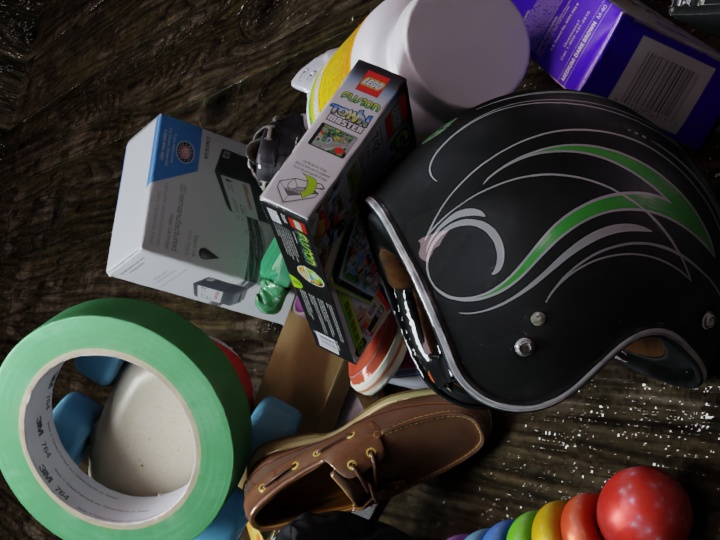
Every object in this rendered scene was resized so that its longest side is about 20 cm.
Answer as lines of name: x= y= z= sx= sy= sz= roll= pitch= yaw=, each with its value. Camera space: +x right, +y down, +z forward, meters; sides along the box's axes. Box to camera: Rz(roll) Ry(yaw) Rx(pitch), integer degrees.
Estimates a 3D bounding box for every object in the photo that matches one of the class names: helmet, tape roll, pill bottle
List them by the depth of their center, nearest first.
helmet: x=0.115 y=-0.007 z=0.683 sx=0.200 sy=0.191 sz=0.200 roll=157 pitch=90 yaw=-84
pill bottle: x=0.038 y=-0.127 z=0.798 sx=0.200 sy=0.111 sz=0.111 roll=160 pitch=123 yaw=-73
tape roll: x=-0.185 y=0.122 z=0.905 sx=0.201 sy=0.200 sz=0.048 roll=-62 pitch=-4 yaw=20

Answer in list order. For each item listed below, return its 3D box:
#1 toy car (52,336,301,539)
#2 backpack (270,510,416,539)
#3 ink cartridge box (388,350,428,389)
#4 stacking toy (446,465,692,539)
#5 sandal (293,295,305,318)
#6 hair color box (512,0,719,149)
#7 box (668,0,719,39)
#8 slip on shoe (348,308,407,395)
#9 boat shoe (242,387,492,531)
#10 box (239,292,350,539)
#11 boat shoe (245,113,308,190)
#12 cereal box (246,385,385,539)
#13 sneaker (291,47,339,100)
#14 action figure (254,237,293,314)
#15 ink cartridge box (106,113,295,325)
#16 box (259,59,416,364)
toy car: x=-0.145 y=0.116 z=1.035 sx=0.177 sy=0.184 sz=0.200 roll=-62 pitch=-3 yaw=20
backpack: x=-0.029 y=0.269 z=0.871 sx=0.200 sy=0.167 sz=0.127 roll=-54 pitch=18 yaw=38
ink cartridge box: x=0.085 y=-0.012 z=0.876 sx=0.136 sy=0.076 sz=0.200 roll=-15 pitch=61 yaw=58
stacking toy: x=0.117 y=0.176 z=0.718 sx=0.200 sy=0.085 sz=0.085 roll=-41 pitch=42 yaw=40
sandal: x=0.005 y=-0.042 z=1.007 sx=0.203 sy=0.050 sz=0.082 roll=-44 pitch=21 yaw=13
hair color box: x=0.155 y=-0.164 z=0.793 sx=0.065 sy=0.109 sz=0.200 roll=-62 pitch=31 yaw=19
box: x=0.277 y=-0.218 z=0.626 sx=0.164 sy=0.086 sz=0.200 roll=19 pitch=93 yaw=62
slip on shoe: x=0.000 y=0.000 z=0.881 sx=0.074 sy=0.061 sz=0.200 roll=-39 pitch=43 yaw=48
boat shoe: x=0.004 y=0.147 z=0.865 sx=0.200 sy=0.072 sz=0.068 roll=-21 pitch=23 yaw=16
box: x=-0.059 y=0.123 z=1.038 sx=0.200 sy=0.021 sz=0.163 roll=-68 pitch=23 yaw=6
boat shoe: x=-0.073 y=-0.104 z=1.058 sx=0.200 sy=0.060 sz=0.074 roll=-123 pitch=39 yaw=-73
cereal box: x=-0.035 y=0.184 z=1.019 sx=0.200 sy=0.039 sz=0.144 roll=-64 pitch=27 yaw=19
sneaker: x=-0.004 y=-0.140 z=1.032 sx=0.115 sy=0.075 sz=0.200 roll=-14 pitch=39 yaw=30
action figure: x=-0.039 y=-0.046 z=1.089 sx=0.200 sy=0.055 sz=0.118 roll=-56 pitch=26 yaw=-6
ink cartridge box: x=-0.132 y=-0.046 z=1.149 sx=0.084 sy=0.200 sz=0.145 roll=-28 pitch=52 yaw=51
box: x=-0.002 y=-0.029 z=0.750 sx=0.110 sy=0.035 sz=0.200 roll=-56 pitch=-22 yaw=-20
